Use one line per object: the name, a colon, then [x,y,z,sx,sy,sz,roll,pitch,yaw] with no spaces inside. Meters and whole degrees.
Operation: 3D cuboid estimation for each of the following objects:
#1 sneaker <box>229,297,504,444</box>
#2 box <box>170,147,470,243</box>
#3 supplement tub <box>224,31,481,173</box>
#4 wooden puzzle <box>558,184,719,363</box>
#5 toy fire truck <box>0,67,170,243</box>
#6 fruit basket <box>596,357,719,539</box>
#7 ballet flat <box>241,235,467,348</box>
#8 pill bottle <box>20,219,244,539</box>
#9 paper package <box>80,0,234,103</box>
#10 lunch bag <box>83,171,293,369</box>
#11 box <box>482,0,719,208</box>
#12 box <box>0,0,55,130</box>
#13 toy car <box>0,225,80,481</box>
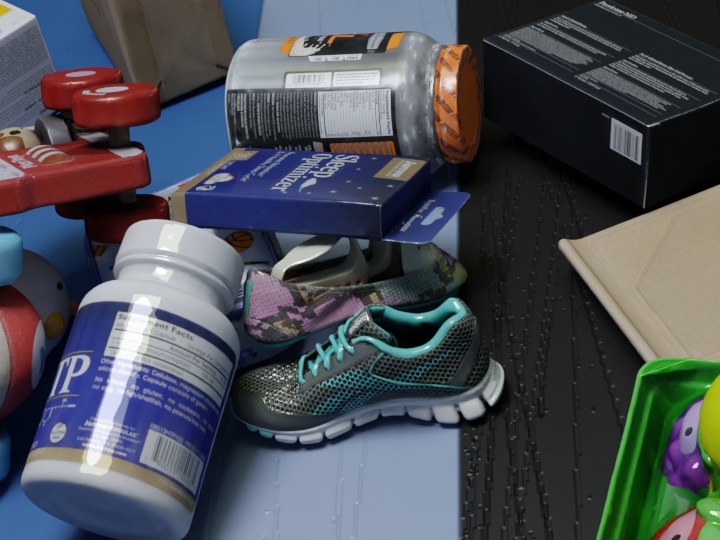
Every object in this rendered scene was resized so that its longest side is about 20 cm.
sneaker: [0.000,0.062,1.215,0.198,0.092,0.078,-10,38,5]
box: [-0.027,-0.058,1.273,0.198,0.033,0.121,5,22,19]
supplement tub: [-0.004,-0.137,1.433,0.198,0.123,0.123,0,40,16]
wooden puzzle: [0.269,0.007,1.251,0.198,0.038,0.185,-17,38,-11]
toy fire truck: [-0.243,-0.083,1.298,0.166,0.113,0.200,-11,18,-25]
fruit basket: [0.222,0.116,0.997,0.154,0.217,0.216,3,41,20]
ballet flat: [0.000,0.000,1.263,0.199,0.072,0.069,-15,27,-32]
pill bottle: [-0.148,0.074,1.177,0.119,0.120,0.202,4,63,22]
paper package: [-0.211,-0.283,1.619,0.103,0.192,0.200,-23,40,-11]
lunch bag: [-0.137,0.010,1.337,0.159,0.076,0.201,-19,38,-3]
box: [0.214,-0.141,1.389,0.140,0.080,0.200,-23,38,-27]
box: [-0.394,-0.203,1.649,0.112,0.102,0.199,-38,45,-27]
toy car: [-0.273,0.038,1.306,0.176,0.186,0.199,17,19,33]
